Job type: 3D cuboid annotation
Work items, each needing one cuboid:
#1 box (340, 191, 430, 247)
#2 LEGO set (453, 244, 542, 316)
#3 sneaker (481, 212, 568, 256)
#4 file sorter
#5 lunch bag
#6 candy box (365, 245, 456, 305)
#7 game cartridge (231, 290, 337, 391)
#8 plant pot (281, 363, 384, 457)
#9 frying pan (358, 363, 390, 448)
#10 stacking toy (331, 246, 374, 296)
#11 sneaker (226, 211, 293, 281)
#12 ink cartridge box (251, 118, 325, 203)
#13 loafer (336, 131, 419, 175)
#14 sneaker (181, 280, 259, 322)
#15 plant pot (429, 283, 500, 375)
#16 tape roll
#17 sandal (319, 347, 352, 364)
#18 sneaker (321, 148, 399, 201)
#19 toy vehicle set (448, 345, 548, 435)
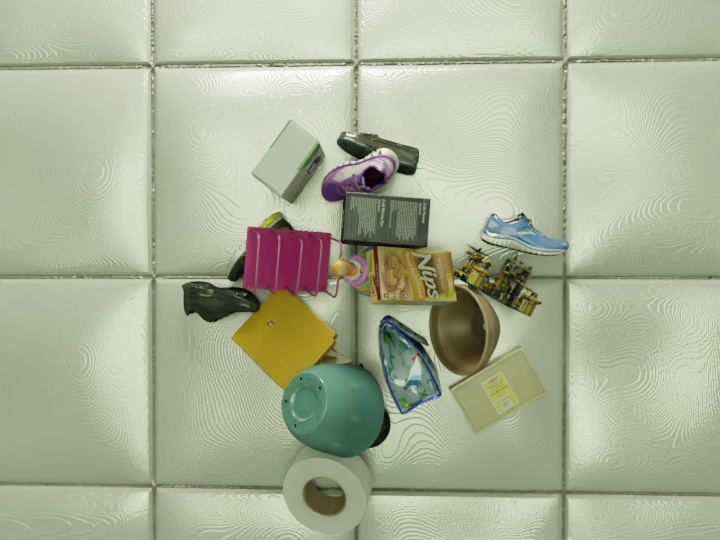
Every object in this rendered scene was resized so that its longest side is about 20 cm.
[{"bbox_3d":[0.049,-0.105,1.402,0.179,0.200,0.106,4,90,-3],"label":"box"},{"bbox_3d":[0.322,0.007,1.428,0.198,0.154,0.117,28,91,-2],"label":"LEGO set"},{"bbox_3d":[0.384,-0.085,1.458,0.197,0.079,0.090,14,94,2],"label":"sneaker"},{"bbox_3d":[-0.151,-0.015,1.419,0.197,0.125,0.141,3,98,-20],"label":"file sorter"},{"bbox_3d":[0.098,0.196,1.427,0.126,0.170,0.202,-27,88,3],"label":"lunch bag"},{"bbox_3d":[0.112,0.014,1.382,0.197,0.055,0.117,2,76,-29],"label":"candy box"},{"bbox_3d":[-0.173,0.156,1.461,0.200,0.032,0.176,40,81,20],"label":"game cartridge"},{"bbox_3d":[-0.073,0.292,1.358,0.198,0.160,0.204,-13,67,33],"label":"plant pot"},{"bbox_3d":[-0.002,0.328,1.500,0.114,0.031,0.192,-28,89,5],"label":"frying pan"},{"bbox_3d":[0.000,0.000,1.403,0.109,0.199,0.118,13,92,32],"label":"stacking toy"},{"bbox_3d":[-0.233,-0.043,1.486,0.084,0.074,0.200,41,92,1],"label":"sneaker"},{"bbox_3d":[-0.155,-0.237,1.419,0.087,0.200,0.146,36,91,-2],"label":"ink cartridge box"},{"bbox_3d":[0.043,-0.286,1.483,0.198,0.072,0.064,21,72,-5],"label":"loafer"},{"bbox_3d":[-0.329,0.082,1.496,0.197,0.076,0.092,10,100,17],"label":"sneaker"},{"bbox_3d":[0.251,0.130,1.434,0.092,0.200,0.204,-3,91,-32],"label":"plant pot"},{"bbox_3d":[-0.075,0.501,1.458,0.199,0.071,0.206,4,108,11],"label":"tape roll"},{"bbox_3d":[-0.121,0.173,1.482,0.208,0.078,0.071,6,97,7],"label":"sandal"},{"bbox_3d":[-0.008,-0.205,1.443,0.198,0.089,0.081,-21,123,23],"label":"sneaker"},{"bbox_3d":[0.323,0.282,1.490,0.198,0.027,0.125,-30,89,2],"label":"toy vehicle set"}]
